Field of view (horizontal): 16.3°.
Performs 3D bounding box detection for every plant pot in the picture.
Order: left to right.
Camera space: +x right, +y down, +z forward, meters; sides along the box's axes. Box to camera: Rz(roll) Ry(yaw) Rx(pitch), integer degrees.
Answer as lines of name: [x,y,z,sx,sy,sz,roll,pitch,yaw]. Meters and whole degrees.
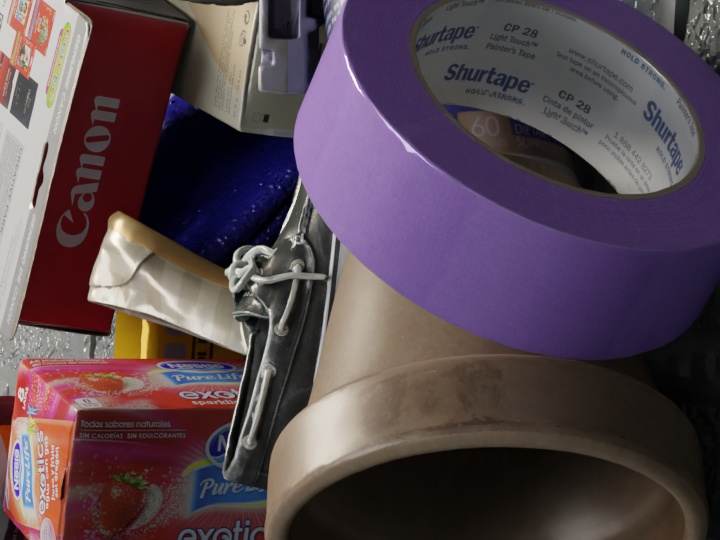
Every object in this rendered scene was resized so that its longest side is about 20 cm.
plant pot: [0.054,0.047,1.144,0.200,0.199,0.176,132,144,-51]

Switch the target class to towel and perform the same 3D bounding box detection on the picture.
towel: [-0.096,-0.047,1.525,0.148,0.050,0.200,-52,31,-4]

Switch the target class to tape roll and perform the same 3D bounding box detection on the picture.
tape roll: [0.074,-0.053,1.090,0.066,0.199,0.201,-66,34,36]

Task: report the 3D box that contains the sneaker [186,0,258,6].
sneaker: [-0.113,-0.228,1.388,0.200,0.076,0.091,50,134,21]

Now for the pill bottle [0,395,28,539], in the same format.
pill bottle: [-0.206,0.128,1.467,0.109,0.199,0.110,-3,85,49]

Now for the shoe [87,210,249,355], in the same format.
shoe: [-0.062,0.033,1.395,0.054,0.199,0.070,-62,-14,-9]

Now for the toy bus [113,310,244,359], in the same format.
toy bus: [-0.116,0.116,1.582,0.065,0.078,0.202,6,93,63]

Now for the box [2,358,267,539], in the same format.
box: [-0.088,0.106,1.394,0.100,0.199,0.096,30,115,60]

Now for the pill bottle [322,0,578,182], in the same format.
pill bottle: [0.040,-0.114,1.257,0.116,0.115,0.201,-39,53,55]

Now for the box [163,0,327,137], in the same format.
box: [-0.065,-0.137,1.493,0.200,0.094,0.078,31,114,59]

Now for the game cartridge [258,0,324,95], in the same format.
game cartridge: [-0.033,-0.196,1.312,0.130,0.038,0.202,-52,-36,-80]

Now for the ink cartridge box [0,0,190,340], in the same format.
ink cartridge box: [-0.175,-0.071,1.495,0.176,0.083,0.201,42,120,59]

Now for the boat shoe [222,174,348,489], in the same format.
boat shoe: [-0.037,0.014,1.291,0.074,0.068,0.201,155,123,-77]
